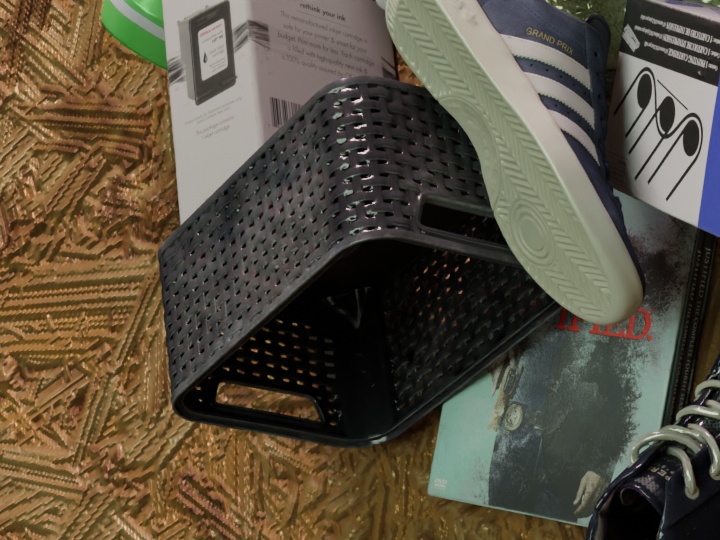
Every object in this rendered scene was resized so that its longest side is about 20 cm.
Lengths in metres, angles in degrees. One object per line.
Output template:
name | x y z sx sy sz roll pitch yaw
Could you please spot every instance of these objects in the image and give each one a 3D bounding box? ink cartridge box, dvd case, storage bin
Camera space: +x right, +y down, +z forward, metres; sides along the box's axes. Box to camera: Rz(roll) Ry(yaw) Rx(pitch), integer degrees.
ink cartridge box | -0.042 -0.112 1.495 0.067 0.116 0.200 -22 66 40
dvd case | 0.108 0.026 1.388 0.146 0.022 0.200 8 85 44
ink cartridge box | 0.172 -0.065 1.241 0.200 0.044 0.094 -148 63 -67
storage bin | 0.000 0.000 1.386 0.200 0.135 0.094 -40 47 46

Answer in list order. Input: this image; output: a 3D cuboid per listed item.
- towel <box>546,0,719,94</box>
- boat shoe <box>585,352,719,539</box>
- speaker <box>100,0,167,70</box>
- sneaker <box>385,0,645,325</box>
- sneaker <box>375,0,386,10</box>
towel | 0.148 -0.161 1.382 0.200 0.036 0.148 -3 77 43
boat shoe | 0.167 0.082 1.270 0.075 0.093 0.200 21 95 44
speaker | -0.069 -0.210 1.563 0.088 0.088 0.200 44 111 40
sneaker | 0.095 -0.072 1.302 0.200 0.084 0.075 62 151 12
sneaker | 0.026 -0.229 1.490 0.087 0.074 0.200 -22 66 43
